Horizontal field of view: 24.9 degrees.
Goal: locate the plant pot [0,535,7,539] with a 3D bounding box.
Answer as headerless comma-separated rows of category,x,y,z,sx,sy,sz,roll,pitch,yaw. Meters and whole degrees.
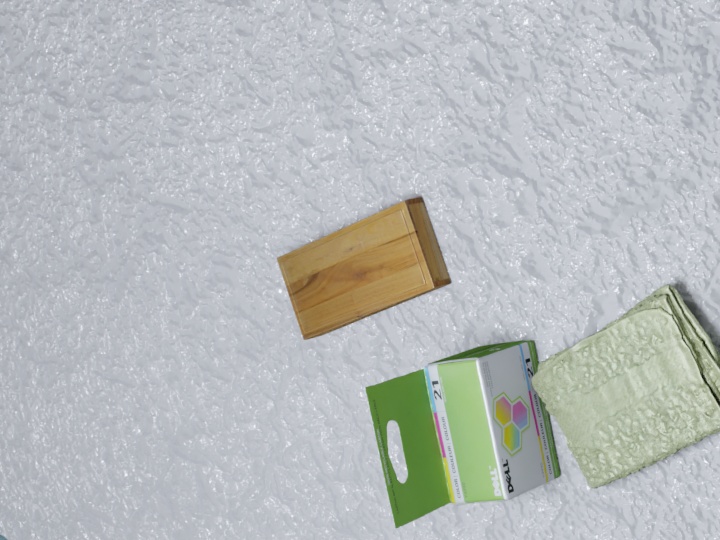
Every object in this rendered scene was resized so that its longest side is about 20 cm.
plant pot,-0.560,0.475,2.268,0.199,0.134,0.202,8,103,38

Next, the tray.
tray,0.000,0.000,1.794,0.199,0.037,0.099,-23,83,40

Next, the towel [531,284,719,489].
towel,0.269,0.118,1.599,0.200,0.036,0.149,-37,76,36

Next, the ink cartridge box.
ink cartridge box,0.105,0.163,1.633,0.075,0.199,0.149,-11,92,39
